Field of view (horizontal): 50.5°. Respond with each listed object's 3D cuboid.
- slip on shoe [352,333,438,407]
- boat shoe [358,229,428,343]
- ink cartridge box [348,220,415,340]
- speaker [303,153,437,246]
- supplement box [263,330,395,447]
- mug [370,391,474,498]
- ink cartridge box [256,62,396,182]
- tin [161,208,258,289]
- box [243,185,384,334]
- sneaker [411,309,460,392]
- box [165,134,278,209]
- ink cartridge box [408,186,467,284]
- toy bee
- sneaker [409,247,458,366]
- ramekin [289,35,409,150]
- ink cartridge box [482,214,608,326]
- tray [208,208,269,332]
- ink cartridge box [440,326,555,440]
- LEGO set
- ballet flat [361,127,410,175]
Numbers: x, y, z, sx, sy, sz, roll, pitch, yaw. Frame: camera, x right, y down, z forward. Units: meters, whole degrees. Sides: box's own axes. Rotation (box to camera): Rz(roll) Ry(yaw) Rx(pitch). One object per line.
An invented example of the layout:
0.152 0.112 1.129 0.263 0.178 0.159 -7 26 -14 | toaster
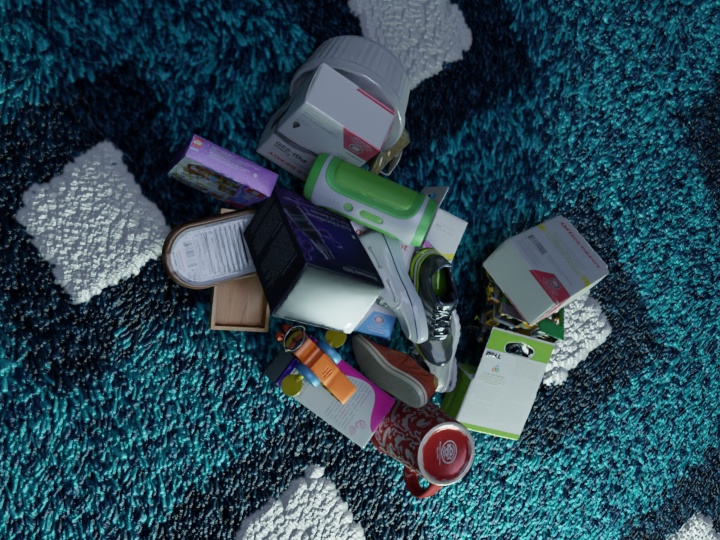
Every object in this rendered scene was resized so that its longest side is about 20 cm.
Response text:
0.056 0.168 1.328 0.061 0.200 0.075 -26 128 -32 | slip on shoe
0.047 0.029 1.239 0.066 0.074 0.201 -20 88 -15 | boat shoe
0.000 0.000 1.318 0.128 0.125 0.201 17 88 -21 | ink cartridge box
0.015 -0.110 1.188 0.199 0.088 0.089 23 86 2 | speaker
-0.054 0.203 1.329 0.200 0.103 0.101 40 80 -17 | supplement box
0.119 0.309 1.349 0.133 0.200 0.178 -35 105 -14 | mug
-0.060 -0.222 1.231 0.145 0.200 0.085 30 64 -19 | ink cartridge box
-0.222 -0.034 1.245 0.199 0.042 0.113 -16 104 -18 | tin
-0.076 -0.017 1.171 0.147 0.200 0.105 16 121 -37 | box
0.133 0.132 1.400 0.082 0.075 0.202 -8 98 -28 | sneaker
-0.220 -0.148 1.186 0.136 0.200 0.039 25 80 -20 | box
0.119 -0.047 1.362 0.067 0.116 0.201 24 87 -21 | ink cartridge box
-0.081 0.126 1.219 0.130 0.109 0.201 -29 128 -25 | toy bee
0.126 0.066 1.271 0.073 0.081 0.202 -11 103 -17 | sneaker
-0.010 -0.295 1.257 0.202 0.202 0.095 32 62 -19 | ramekin
0.342 -0.004 1.397 0.199 0.083 0.145 -21 69 -43 | ink cartridge box
-0.199 0.000 1.294 0.098 0.037 0.202 4 92 -20 | tray
0.258 0.202 1.435 0.147 0.076 0.201 16 101 -21 | ink cartridge box
0.296 0.078 1.462 0.199 0.116 0.155 14 60 -24 | LEGO set
0.019 -0.178 1.346 0.071 0.071 0.200 41 81 -18 | ballet flat
